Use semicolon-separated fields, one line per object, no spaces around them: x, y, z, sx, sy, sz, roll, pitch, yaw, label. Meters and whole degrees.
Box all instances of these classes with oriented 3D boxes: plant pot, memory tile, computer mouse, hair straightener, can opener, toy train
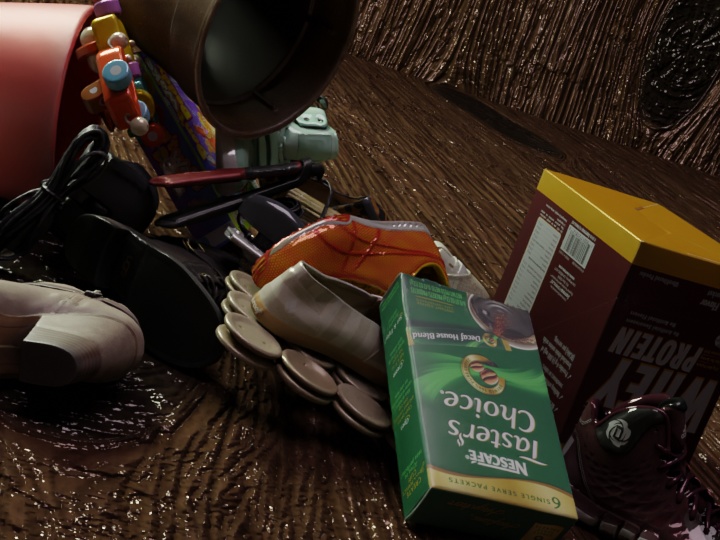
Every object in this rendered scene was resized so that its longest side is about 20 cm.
-0.137;-0.257;1.199;0.198;0.202;0.200;36;21;30;plant pot
-0.341;-0.159;1.193;0.175;0.202;0.201;9;16;-1;plant pot
-0.023;0.076;0.995;0.199;0.017;0.153;34;12;-14;memory tile
-0.224;-0.049;1.106;0.053;0.139;0.200;45;7;9;computer mouse
-0.100;-0.057;1.169;0.199;0.078;0.041;-13;15;-43;hair straightener
-0.033;0.015;1.113;0.200;0.067;0.053;40;3;-2;can opener
-0.208;-0.142;1.121;0.055;0.151;0.200;-17;-24;-2;toy train

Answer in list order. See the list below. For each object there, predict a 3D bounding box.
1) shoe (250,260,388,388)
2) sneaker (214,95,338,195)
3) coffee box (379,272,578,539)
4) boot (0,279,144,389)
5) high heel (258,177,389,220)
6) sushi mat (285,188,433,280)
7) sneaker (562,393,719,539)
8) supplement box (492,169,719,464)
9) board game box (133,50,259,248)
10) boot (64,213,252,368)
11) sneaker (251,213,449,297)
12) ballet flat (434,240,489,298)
0.003;0.045;1.013;0.199;0.054;0.070;25;17;-43;shoe
-0.080;-0.126;1.268;0.117;0.074;0.201;5;24;0;sneaker
0.082;0.099;0.945;0.122;0.044;0.201;17;41;-20;coffee box
-0.246;0.032;0.881;0.198;0.071;0.146;21;9;-1;boot
-0.041;-0.081;1.293;0.071;0.143;0.200;-33;66;-22;high heel
-0.019;0.002;1.199;0.199;0.096;0.012;31;3;33;sushi mat
0.236;0.158;0.948;0.199;0.116;0.076;27;17;22;sneaker
0.217;0.048;1.136;0.132;0.202;0.197;14;16;-21;supplement box
-0.171;-0.124;1.304;0.201;0.045;0.135;60;15;-7;board game box
-0.132;0.014;1.075;0.200;0.070;0.174;39;15;31;boot
0.000;0.000;1.064;0.199;0.073;0.078;-4;59;-40;sneaker
0.058;-0.009;1.391;0.198;0.063;0.068;16;16;-17;ballet flat
